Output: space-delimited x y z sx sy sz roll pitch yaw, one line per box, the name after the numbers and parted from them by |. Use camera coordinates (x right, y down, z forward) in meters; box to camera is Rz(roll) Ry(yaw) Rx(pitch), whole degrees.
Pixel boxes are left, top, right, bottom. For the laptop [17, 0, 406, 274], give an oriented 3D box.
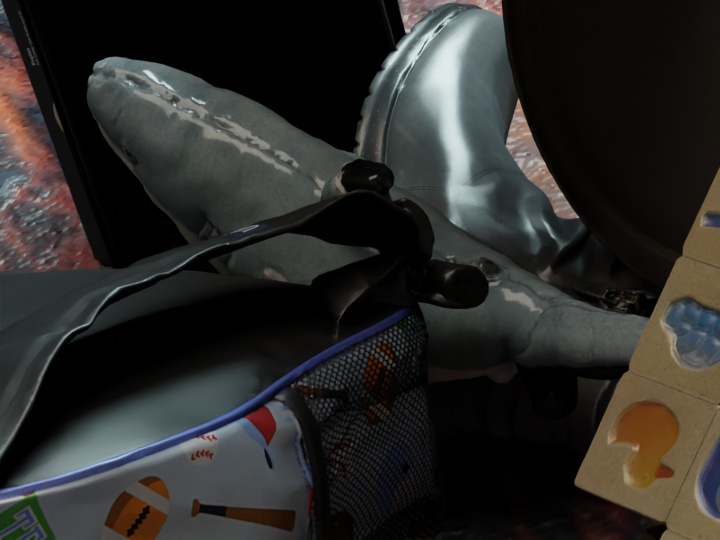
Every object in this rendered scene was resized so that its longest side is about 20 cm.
-0.049 -0.106 0.995 0.116 0.188 0.200 -15 31 2 | laptop

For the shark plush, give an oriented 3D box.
0.000 0.000 0.821 0.091 0.083 0.200 -38 46 -18 | shark plush

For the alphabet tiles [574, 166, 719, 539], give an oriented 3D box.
0.138 0.018 0.691 0.166 0.006 0.200 21 84 45 | alphabet tiles

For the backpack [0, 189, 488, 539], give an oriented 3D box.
-0.088 0.068 0.753 0.200 0.155 0.190 -4 6 30 | backpack

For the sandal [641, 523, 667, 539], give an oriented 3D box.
0.103 0.082 0.747 0.080 0.054 0.200 2 43 33 | sandal

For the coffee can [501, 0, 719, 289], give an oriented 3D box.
0.164 -0.089 0.864 0.200 0.147 0.146 -21 28 -33 | coffee can

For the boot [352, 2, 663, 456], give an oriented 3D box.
0.060 -0.010 0.922 0.131 0.070 0.200 1 46 22 | boot

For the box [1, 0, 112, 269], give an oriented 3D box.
-0.070 -0.126 1.026 0.044 0.200 0.160 2 36 29 | box
